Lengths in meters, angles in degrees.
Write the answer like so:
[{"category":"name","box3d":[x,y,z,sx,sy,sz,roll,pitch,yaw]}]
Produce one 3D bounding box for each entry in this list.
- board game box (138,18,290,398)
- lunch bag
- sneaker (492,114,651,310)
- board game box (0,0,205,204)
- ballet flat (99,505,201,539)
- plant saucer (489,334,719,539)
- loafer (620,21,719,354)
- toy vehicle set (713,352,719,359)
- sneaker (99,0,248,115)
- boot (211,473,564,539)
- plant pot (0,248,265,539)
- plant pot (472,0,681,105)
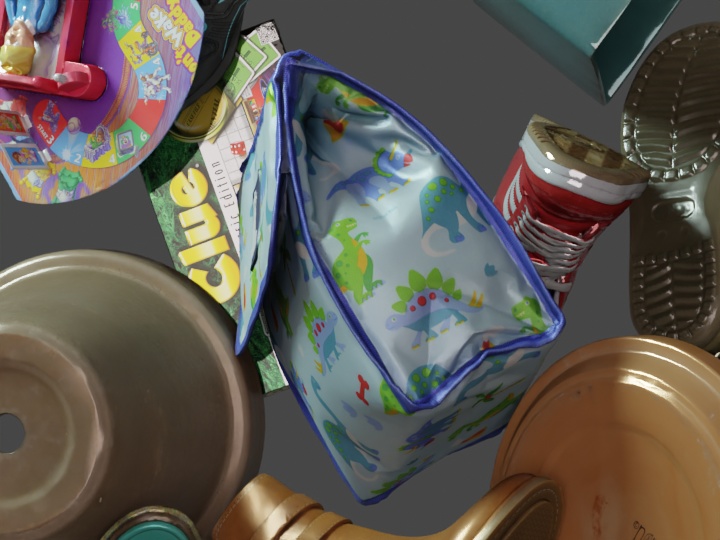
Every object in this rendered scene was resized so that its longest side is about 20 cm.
[{"category":"board game box","box3d":[-0.062,-0.032,1.472,0.104,0.023,0.201,-21,86,3]},{"category":"lunch bag","box3d":[0.000,0.000,1.359,0.127,0.170,0.201,-26,75,-19]},{"category":"sneaker","box3d":[0.097,-0.020,1.378,0.071,0.200,0.113,25,96,0]},{"category":"board game box","box3d":[-0.178,-0.141,1.430,0.158,0.039,0.201,-39,69,22]},{"category":"ballet flat","box3d":[-0.119,0.201,1.363,0.070,0.071,0.201,10,113,3]},{"category":"plant saucer","box3d":[0.136,0.133,1.294,0.200,0.032,0.202,1,92,46]},{"category":"loafer","box3d":[0.186,-0.042,1.435,0.076,0.067,0.201,-1,67,27]},{"category":"toy vehicle set","box3d":[0.163,0.135,1.449,0.124,0.027,0.200,36,89,4]},{"category":"sneaker","box3d":[-0.086,-0.175,1.441,0.075,0.079,0.201,32,82,17]},{"category":"boot","box3d":[0.001,0.152,1.334,0.155,0.077,0.201,43,103,38]},{"category":"plant pot","box3d":[-0.166,0.084,1.383,0.199,0.175,0.202,0,88,11]},{"category":"plant pot","box3d":[0.091,-0.214,1.421,0.199,0.141,0.142,35,89,11]}]
